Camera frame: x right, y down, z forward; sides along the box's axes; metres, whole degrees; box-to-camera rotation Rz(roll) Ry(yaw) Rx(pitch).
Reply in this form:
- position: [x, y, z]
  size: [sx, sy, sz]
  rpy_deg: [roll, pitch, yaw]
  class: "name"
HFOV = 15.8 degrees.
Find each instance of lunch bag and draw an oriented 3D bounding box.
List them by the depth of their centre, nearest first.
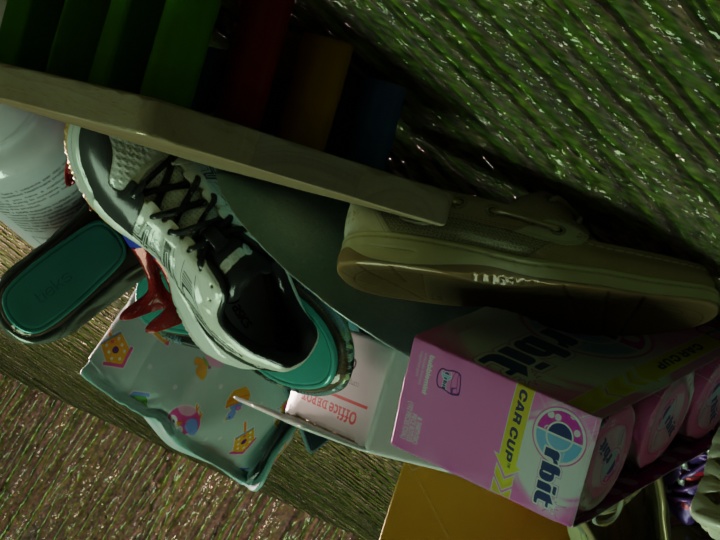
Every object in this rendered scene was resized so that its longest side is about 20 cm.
- position: [-0.080, 0.059, 1.851]
  size: [0.122, 0.170, 0.200]
  rpy_deg: [30, 173, 30]
  class: "lunch bag"

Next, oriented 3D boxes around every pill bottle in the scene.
- position: [-0.203, -0.088, 1.591]
  size: [0.113, 0.113, 0.200]
  rpy_deg: [23, 169, 26]
  class: "pill bottle"

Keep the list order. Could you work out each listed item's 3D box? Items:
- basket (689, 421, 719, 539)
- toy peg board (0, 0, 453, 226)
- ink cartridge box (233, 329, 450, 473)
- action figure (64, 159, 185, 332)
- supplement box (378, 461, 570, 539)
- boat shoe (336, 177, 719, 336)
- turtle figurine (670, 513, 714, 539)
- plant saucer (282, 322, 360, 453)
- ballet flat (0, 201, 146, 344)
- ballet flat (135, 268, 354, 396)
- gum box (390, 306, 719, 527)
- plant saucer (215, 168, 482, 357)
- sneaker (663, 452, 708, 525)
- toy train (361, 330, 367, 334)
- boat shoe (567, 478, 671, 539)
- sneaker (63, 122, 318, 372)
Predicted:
- position: [0.272, 0.121, 1.368]
  size: [0.136, 0.123, 0.200]
  rpy_deg: [20, 167, 34]
  class: "basket"
- position: [-0.076, -0.105, 1.304]
  size: [0.199, 0.098, 0.200]
  rpy_deg: [15, -179, -41]
  class: "toy peg board"
- position: [0.035, 0.084, 1.618]
  size: [0.200, 0.068, 0.116]
  rpy_deg: [16, 180, -29]
  class: "ink cartridge box"
- position: [-0.146, -0.062, 1.502]
  size: [0.065, 0.052, 0.200]
  rpy_deg: [27, 133, 65]
  class: "action figure"
- position: [0.064, 0.237, 1.751]
  size: [0.133, 0.197, 0.200]
  rpy_deg: [17, 175, 3]
  class: "supplement box"
- position: [0.090, -0.012, 1.355]
  size: [0.200, 0.065, 0.072]
  rpy_deg: [8, 159, 5]
  class: "boat shoe"
- position: [0.219, 0.225, 1.777]
  size: [0.144, 0.194, 0.200]
  rpy_deg: [-13, 117, 15]
  class: "turtle figurine"
- position: [-0.036, 0.042, 1.771]
  size: [0.019, 0.070, 0.200]
  rpy_deg: [39, 158, 38]
  class: "plant saucer"
- position: [-0.139, -0.027, 1.583]
  size: [0.067, 0.200, 0.064]
  rpy_deg: [54, -175, 1]
  class: "ballet flat"
- position: [-0.054, 0.027, 1.590]
  size: [0.200, 0.074, 0.074]
  rpy_deg: [21, 169, 45]
  class: "ballet flat"
- position: [0.120, 0.063, 1.397]
  size: [0.113, 0.066, 0.200]
  rpy_deg: [23, -157, 27]
  class: "gum box"
- position: [0.011, -0.017, 1.466]
  size: [0.201, 0.039, 0.201]
  rpy_deg: [34, -163, -12]
  class: "plant saucer"
- position: [0.215, 0.114, 1.598]
  size: [0.081, 0.083, 0.200]
  rpy_deg: [24, 169, 18]
  class: "sneaker"
- position: [0.082, 0.091, 1.867]
  size: [0.116, 0.085, 0.200]
  rpy_deg: [34, 175, 32]
  class: "toy train"
- position: [0.156, 0.132, 1.565]
  size: [0.063, 0.073, 0.200]
  rpy_deg: [49, 172, 33]
  class: "boat shoe"
- position: [-0.086, -0.024, 1.460]
  size: [0.200, 0.076, 0.088]
  rpy_deg: [54, 162, -29]
  class: "sneaker"
